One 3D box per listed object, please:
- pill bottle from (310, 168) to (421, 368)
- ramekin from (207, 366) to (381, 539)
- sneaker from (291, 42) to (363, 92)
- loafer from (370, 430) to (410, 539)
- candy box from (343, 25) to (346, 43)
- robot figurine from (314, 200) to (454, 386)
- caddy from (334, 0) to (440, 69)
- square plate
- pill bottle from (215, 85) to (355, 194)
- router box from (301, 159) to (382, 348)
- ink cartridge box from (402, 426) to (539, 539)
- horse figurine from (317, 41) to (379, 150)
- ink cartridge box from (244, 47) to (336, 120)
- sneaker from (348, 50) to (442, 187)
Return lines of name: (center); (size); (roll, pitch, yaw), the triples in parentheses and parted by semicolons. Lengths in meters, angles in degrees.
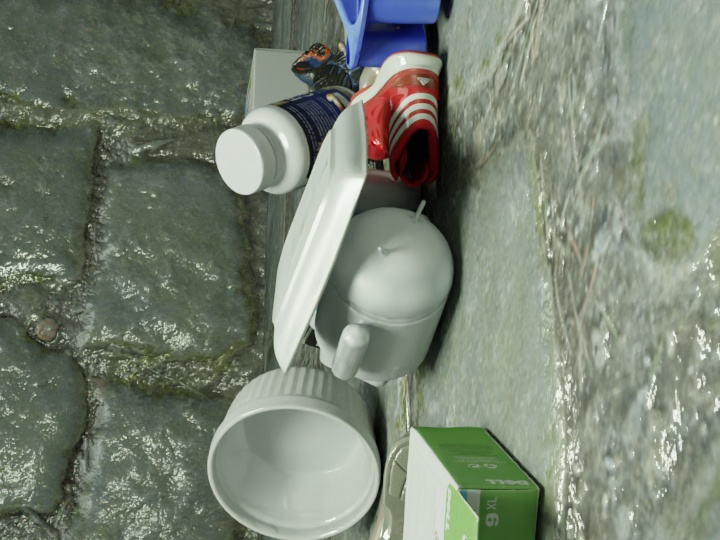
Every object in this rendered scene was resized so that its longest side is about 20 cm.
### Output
pill bottle: (0.000, 0.000, 1.142); (0.111, 0.110, 0.201); (-118, 33, -72)
ramekin: (-0.074, 0.207, 1.292); (0.105, 0.199, 0.201); (-86, 4, -60)
sneaker: (-0.027, -0.264, 1.554); (0.075, 0.078, 0.200); (-46, 32, 5)
loafer: (0.042, 0.238, 0.986); (0.063, 0.071, 0.201); (-45, -34, -79)
candy box: (-0.006, -0.407, 1.569); (0.102, 0.026, 0.201); (104, 166, -49)
robot figurine: (0.021, 0.022, 1.001); (0.200, 0.112, 0.170); (104, -170, -51)
caddy: (0.020, -0.291, 1.099); (0.142, 0.104, 0.201); (104, 170, -54)
square plate: (-0.040, -0.039, 0.991); (0.200, 0.028, 0.199); (-93, 23, -64)
pill bottle: (-0.084, -0.161, 1.389); (0.111, 0.200, 0.112); (18, 119, 35)
router box: (-0.022, -0.026, 1.339); (0.150, 0.062, 0.201); (122, 153, -42)
ink cartridge box: (0.079, 0.183, 0.758); (0.200, 0.059, 0.104); (-141, 54, -78)
horse figurine: (0.008, -0.220, 1.299); (0.132, 0.050, 0.201); (31, 109, 55)
ink cartridge box: (-0.111, -0.244, 1.791); (0.200, 0.145, 0.148); (117, 154, -67)
sneaker: (0.030, -0.127, 1.109); (0.200, 0.078, 0.116); (115, 157, -70)
